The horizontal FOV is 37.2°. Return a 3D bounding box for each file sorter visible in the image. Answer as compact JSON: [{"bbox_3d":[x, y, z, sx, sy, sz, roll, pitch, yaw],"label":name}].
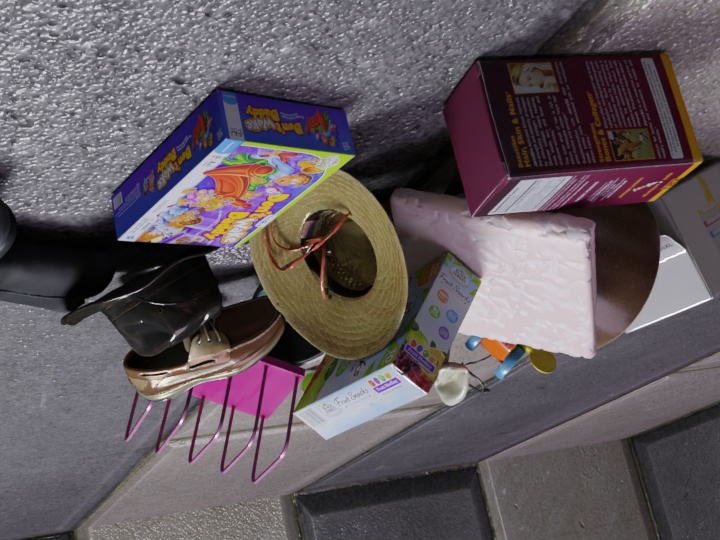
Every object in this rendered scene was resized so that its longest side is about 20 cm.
[{"bbox_3d":[-0.195,0.182,1.410,0.197,0.127,0.139,21,141,-18],"label":"file sorter"}]

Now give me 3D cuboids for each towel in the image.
[{"bbox_3d":[0.136,0.003,1.050,0.197,0.032,0.192,10,143,24],"label":"towel"}]

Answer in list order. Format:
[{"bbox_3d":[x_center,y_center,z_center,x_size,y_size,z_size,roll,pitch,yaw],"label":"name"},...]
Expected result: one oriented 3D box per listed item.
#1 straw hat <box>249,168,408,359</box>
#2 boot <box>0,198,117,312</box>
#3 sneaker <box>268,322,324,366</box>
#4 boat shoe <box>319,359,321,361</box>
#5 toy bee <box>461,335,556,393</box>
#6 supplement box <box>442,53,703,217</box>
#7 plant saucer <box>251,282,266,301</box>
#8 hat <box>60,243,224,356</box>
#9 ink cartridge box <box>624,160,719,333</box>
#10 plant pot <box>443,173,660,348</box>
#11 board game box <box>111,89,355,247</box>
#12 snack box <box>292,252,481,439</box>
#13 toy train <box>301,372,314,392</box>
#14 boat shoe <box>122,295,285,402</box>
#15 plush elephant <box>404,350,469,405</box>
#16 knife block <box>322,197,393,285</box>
[{"bbox_3d":[-0.009,-0.022,1.035,0.200,0.203,0.085,-30,175,43],"label":"straw hat"},{"bbox_3d":[-0.306,-0.010,0.996,0.163,0.067,0.199,-15,161,33],"label":"boot"},{"bbox_3d":[-0.108,0.122,1.498,0.197,0.085,0.121,-12,159,21],"label":"sneaker"},{"bbox_3d":[0.009,0.083,1.509,0.068,0.072,0.200,-26,166,-38],"label":"boat shoe"},{"bbox_3d":[0.176,0.071,1.311,0.109,0.131,0.200,-45,-169,-17],"label":"toy bee"},{"bbox_3d":[0.186,-0.120,0.947,0.197,0.112,0.086,-6,161,-20],"label":"supplement box"},{"bbox_3d":[-0.041,0.011,1.300,0.197,0.037,0.200,-13,162,-4],"label":"plant saucer"},{"bbox_3d":[-0.200,0.037,1.097,0.198,0.082,0.201,-27,-174,3],"label":"hat"},{"bbox_3d":[0.358,-0.025,1.237,0.199,0.127,0.128,-25,176,-44],"label":"ink cartridge box"},{"bbox_3d":[0.183,-0.031,1.140,0.198,0.190,0.186,21,146,-32],"label":"plant pot"},{"bbox_3d":[-0.117,-0.083,0.950,0.133,0.045,0.199,2,156,-39],"label":"board game box"},{"bbox_3d":[0.023,0.079,1.074,0.053,0.143,0.199,38,145,-14],"label":"snack box"},{"bbox_3d":[-0.064,0.206,1.805,0.198,0.086,0.115,-21,150,23],"label":"toy train"},{"bbox_3d":[-0.182,0.086,1.233,0.198,0.076,0.074,-28,146,3],"label":"boat shoe"},{"bbox_3d":[0.050,0.096,1.289,0.197,0.166,0.155,-24,150,-3],"label":"plush elephant"},{"bbox_3d":[0.000,0.000,1.171,0.174,0.065,0.200,-27,143,13],"label":"knife block"}]
